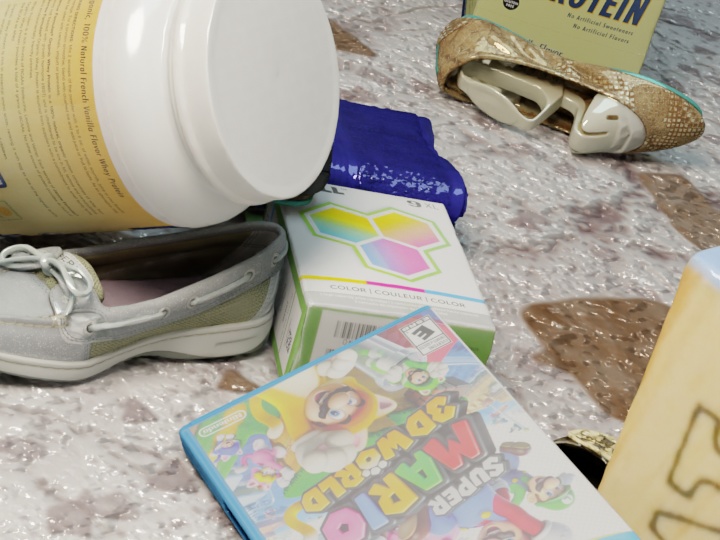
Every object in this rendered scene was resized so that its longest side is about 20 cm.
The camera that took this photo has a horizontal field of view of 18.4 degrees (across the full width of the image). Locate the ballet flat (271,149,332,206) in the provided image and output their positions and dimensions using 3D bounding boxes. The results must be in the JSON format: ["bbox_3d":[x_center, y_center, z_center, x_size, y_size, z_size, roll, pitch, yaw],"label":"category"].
[{"bbox_3d":[-0.070,-0.105,1.260,0.073,0.074,0.200,1,25,-31],"label":"ballet flat"}]

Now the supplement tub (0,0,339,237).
[{"bbox_3d":[-0.125,-0.092,1.133,0.199,0.146,0.144,-2,14,31],"label":"supplement tub"}]

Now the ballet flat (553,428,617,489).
[{"bbox_3d":[0.089,0.115,1.073,0.067,0.047,0.200,22,26,24],"label":"ballet flat"}]

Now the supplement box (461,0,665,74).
[{"bbox_3d":[0.167,-0.260,1.680,0.133,0.201,0.200,16,26,-3],"label":"supplement box"}]

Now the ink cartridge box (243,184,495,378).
[{"bbox_3d":[0.000,0.000,1.228,0.103,0.060,0.200,9,27,-15],"label":"ink cartridge box"}]

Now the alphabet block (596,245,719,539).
[{"bbox_3d":[0.237,0.108,1.012,0.196,0.201,0.195,35,30,31],"label":"alphabet block"}]

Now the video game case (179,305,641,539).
[{"bbox_3d":[0.019,0.103,1.012,0.142,0.018,0.200,-25,41,-15],"label":"video game case"}]

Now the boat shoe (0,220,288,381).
[{"bbox_3d":[-0.126,0.009,1.124,0.201,0.065,0.074,-2,32,-36],"label":"boat shoe"}]

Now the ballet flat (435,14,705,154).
[{"bbox_3d":[0.142,-0.116,1.561,0.199,0.071,0.066,20,53,9],"label":"ballet flat"}]

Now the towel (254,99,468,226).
[{"bbox_3d":[-0.042,-0.071,1.362,0.198,0.050,0.148,11,20,-14],"label":"towel"}]
